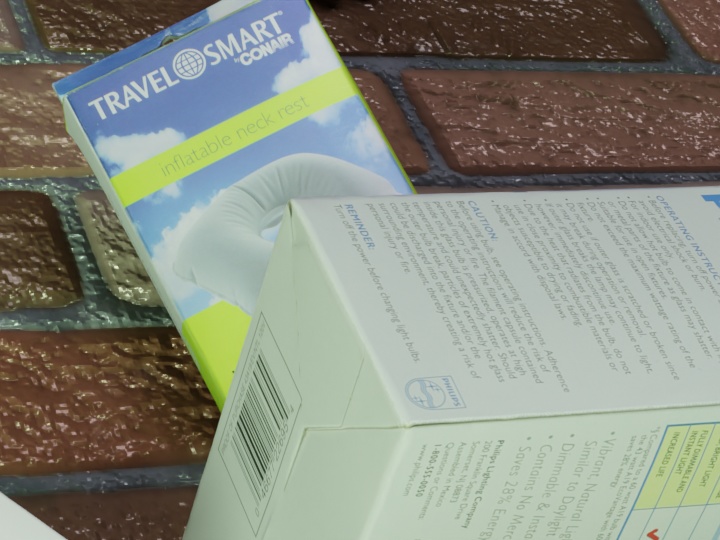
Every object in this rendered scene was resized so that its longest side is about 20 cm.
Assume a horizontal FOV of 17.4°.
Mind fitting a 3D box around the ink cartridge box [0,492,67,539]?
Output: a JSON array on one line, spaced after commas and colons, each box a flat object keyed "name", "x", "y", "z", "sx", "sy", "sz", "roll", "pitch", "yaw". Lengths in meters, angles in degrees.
[{"name": "ink cartridge box", "x": -0.170, "y": 0.173, "z": 0.765, "sx": 0.067, "sy": 0.117, "sz": 0.200, "roll": 32, "pitch": 40, "yaw": 18}]

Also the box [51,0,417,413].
[{"name": "box", "x": -0.044, "y": -0.033, "z": 1.042, "sx": 0.121, "sy": 0.048, "sz": 0.201, "roll": -27, "pitch": 75, "yaw": -10}]

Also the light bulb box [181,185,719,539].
[{"name": "light bulb box", "x": 0.058, "y": 0.080, "z": 0.907, "sx": 0.199, "sy": 0.199, "sz": 0.125, "roll": -2, "pitch": 43, "yaw": -26}]
